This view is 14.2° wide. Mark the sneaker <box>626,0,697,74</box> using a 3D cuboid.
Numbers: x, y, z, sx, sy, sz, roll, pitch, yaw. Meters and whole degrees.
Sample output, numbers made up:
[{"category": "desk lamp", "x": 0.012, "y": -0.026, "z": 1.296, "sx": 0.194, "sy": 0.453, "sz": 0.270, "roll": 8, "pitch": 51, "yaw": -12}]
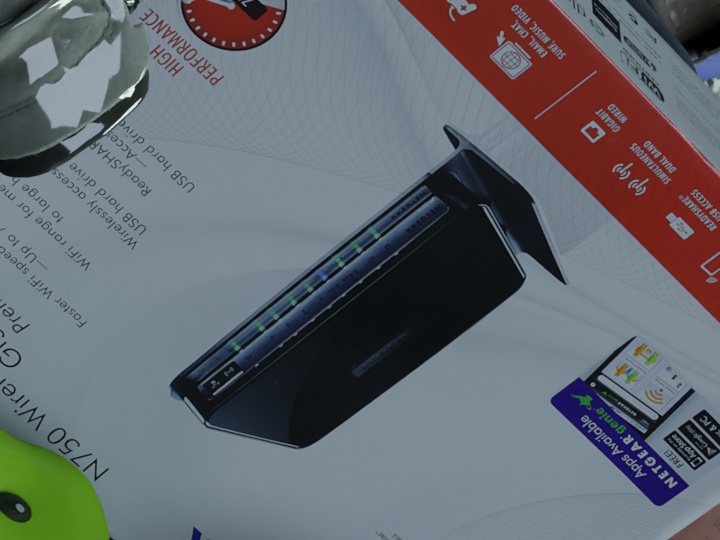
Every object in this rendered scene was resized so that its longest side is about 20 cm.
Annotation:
[{"category": "sneaker", "x": 0.010, "y": -0.044, "z": 0.751, "sx": 0.200, "sy": 0.078, "sz": 0.112, "roll": 20, "pitch": 117, "yaw": -9}]

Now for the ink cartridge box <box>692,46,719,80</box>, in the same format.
[{"category": "ink cartridge box", "x": 0.215, "y": -0.076, "z": 0.803, "sx": 0.197, "sy": 0.200, "sz": 0.047, "roll": -9, "pitch": 78, "yaw": -22}]

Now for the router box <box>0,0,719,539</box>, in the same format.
[{"category": "router box", "x": 0.000, "y": 0.000, "z": 0.703, "sx": 0.179, "sy": 0.049, "sz": 0.200, "roll": -39, "pitch": 112, "yaw": 21}]

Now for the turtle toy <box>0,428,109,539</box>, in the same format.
[{"category": "turtle toy", "x": -0.083, "y": 0.121, "z": 0.708, "sx": 0.101, "sy": 0.146, "sz": 0.200, "roll": -29, "pitch": 126, "yaw": -4}]

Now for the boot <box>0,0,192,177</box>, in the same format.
[{"category": "boot", "x": -0.056, "y": -0.127, "z": 0.579, "sx": 0.131, "sy": 0.068, "sz": 0.200, "roll": 32, "pitch": 96, "yaw": -33}]

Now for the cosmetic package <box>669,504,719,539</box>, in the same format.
[{"category": "cosmetic package", "x": 0.169, "y": 0.095, "z": 0.855, "sx": 0.200, "sy": 0.073, "sz": 0.104, "roll": 39, "pitch": 88, "yaw": -30}]
